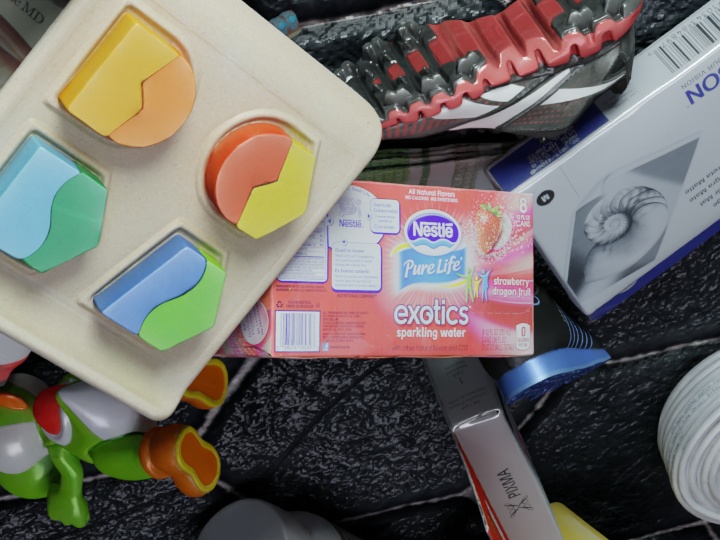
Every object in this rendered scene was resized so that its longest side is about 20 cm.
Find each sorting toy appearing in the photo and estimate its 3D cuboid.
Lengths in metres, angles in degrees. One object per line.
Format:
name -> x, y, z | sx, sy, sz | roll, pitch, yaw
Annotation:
sorting toy -> -0.101, -0.040, 0.873 | 0.185, 0.036, 0.200 | 35, 92, -36

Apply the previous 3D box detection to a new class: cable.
cable -> 0.334, 0.122, 1.408 | 0.199, 0.069, 0.200 | -23, 137, 4

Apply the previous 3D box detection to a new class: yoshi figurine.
yoshi figurine -> -0.177, 0.106, 1.152 | 0.199, 0.112, 0.112 | -5, 111, 26

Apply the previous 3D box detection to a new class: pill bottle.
pill bottle -> -0.033, 0.252, 1.364 | 0.114, 0.114, 0.200 | -37, 136, 17

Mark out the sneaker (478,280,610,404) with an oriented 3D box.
sneaker -> 0.121, 0.043, 1.222 | 0.070, 0.078, 0.200 | -28, 171, 11

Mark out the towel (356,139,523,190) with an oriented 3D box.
towel -> 0.024, -0.026, 1.164 | 0.199, 0.031, 0.149 | -7, 139, -18

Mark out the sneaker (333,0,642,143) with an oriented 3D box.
sneaker -> 0.078, -0.111, 1.058 | 0.200, 0.071, 0.098 | -22, 136, -1

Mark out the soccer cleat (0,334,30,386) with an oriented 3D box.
soccer cleat -> -0.290, 0.027, 1.066 | 0.199, 0.069, 0.085 | 2, 125, -28

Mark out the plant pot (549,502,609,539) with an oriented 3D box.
plant pot -> 0.172, 0.297, 1.408 | 0.201, 0.189, 0.201 | -38, 162, -15

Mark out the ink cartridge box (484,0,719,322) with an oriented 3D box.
ink cartridge box -> 0.204, -0.059, 1.167 | 0.199, 0.041, 0.200 | -37, 137, 5

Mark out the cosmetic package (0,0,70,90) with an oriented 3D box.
cosmetic package -> -0.195, -0.082, 0.940 | 0.103, 0.087, 0.200 | 39, 118, -1

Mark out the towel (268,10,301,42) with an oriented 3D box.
towel -> -0.119, -0.053, 0.974 | 0.200, 0.022, 0.147 | -38, 169, -31

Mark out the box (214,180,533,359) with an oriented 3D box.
box -> 0.000, 0.000, 1.034 | 0.200, 0.103, 0.095 | 1, 179, -39

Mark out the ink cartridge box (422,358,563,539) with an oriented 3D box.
ink cartridge box -> 0.107, 0.156, 1.273 | 0.043, 0.174, 0.200 | -24, 138, 3
